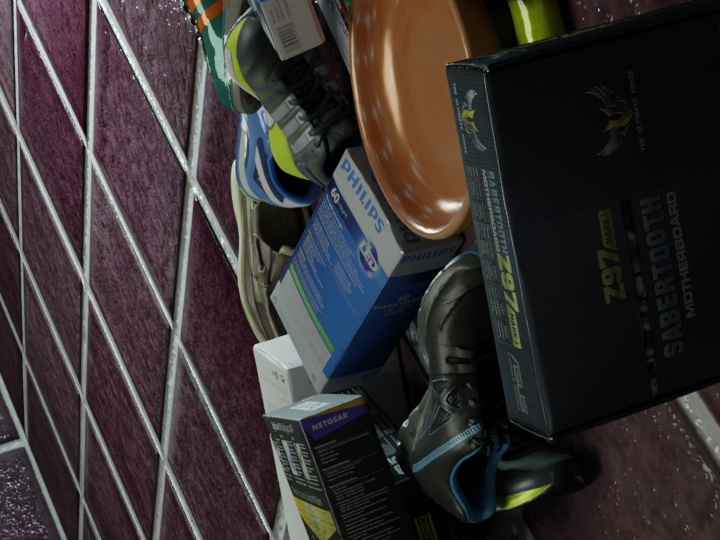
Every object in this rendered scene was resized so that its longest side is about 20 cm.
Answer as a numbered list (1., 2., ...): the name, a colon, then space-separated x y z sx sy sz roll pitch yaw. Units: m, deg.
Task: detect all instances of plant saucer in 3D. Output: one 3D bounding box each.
1. plant saucer: 0.047 -0.121 1.159 0.200 0.037 0.201 168 90 -69

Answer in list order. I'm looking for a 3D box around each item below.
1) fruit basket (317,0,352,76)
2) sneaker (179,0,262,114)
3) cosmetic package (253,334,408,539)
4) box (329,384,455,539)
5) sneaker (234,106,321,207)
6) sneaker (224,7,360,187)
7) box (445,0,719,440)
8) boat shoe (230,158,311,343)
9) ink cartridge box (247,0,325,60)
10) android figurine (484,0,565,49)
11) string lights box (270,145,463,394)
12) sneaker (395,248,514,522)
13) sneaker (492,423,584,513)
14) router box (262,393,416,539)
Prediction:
1. fruit basket: -0.038 -0.259 1.294 0.200 0.094 0.186 113 137 -64
2. sneaker: -0.115 -0.225 1.417 0.080 0.071 0.200 0 97 29
3. cosmetic package: -0.016 0.153 1.528 0.085 0.107 0.200 29 130 61
4. box: 0.035 0.209 1.406 0.200 0.047 0.193 -136 24 -66
5. sneaker: -0.068 -0.143 1.488 0.082 0.074 0.200 33 138 52
6. sneaker: -0.040 -0.135 1.374 0.081 0.074 0.200 33 163 37
7. box: 0.138 -0.029 0.925 0.051 0.157 0.200 -161 58 -65
8. boat shoe: -0.072 -0.012 1.595 0.075 0.075 0.203 -2 104 63
9. ink cartridge box: -0.081 -0.238 1.262 0.200 0.039 0.100 -117 4 -55
10. android figurine: 0.114 -0.075 1.119 0.182 0.041 0.200 -170 67 -67
11. string lights box: 0.000 0.000 1.387 0.103 0.059 0.200 63 146 25
12. sneaker: 0.080 0.077 1.183 0.082 0.073 0.200 47 139 46
13. sneaker: 0.094 0.121 1.276 0.200 0.074 0.081 17 118 64
14. router box: -0.011 0.173 1.301 0.200 0.052 0.158 164 86 -79
